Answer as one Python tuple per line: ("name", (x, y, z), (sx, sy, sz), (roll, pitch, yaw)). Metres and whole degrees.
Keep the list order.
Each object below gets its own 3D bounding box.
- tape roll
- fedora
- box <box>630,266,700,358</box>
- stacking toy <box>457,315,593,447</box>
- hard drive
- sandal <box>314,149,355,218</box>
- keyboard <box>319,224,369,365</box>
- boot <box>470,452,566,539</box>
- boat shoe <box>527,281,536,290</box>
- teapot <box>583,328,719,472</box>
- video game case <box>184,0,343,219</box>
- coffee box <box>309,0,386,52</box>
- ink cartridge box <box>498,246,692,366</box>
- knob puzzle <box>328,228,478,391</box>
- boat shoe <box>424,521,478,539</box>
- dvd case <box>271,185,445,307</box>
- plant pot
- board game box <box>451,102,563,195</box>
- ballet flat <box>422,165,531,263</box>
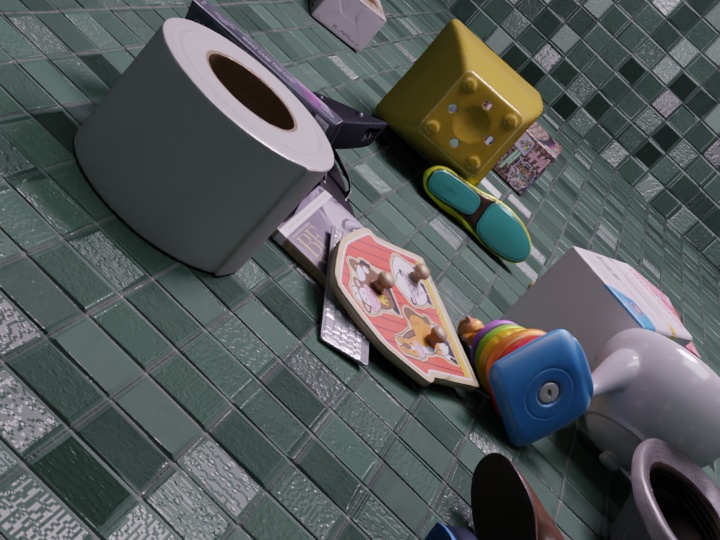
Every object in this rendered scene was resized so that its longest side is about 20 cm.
("tape roll", (-0.142, -0.115, 1.176), (0.203, 0.139, 0.203), (38, 19, -15))
("fedora", (0.328, 0.286, 1.358), (0.177, 0.090, 0.200), (34, 28, -22))
("box", (0.437, 0.095, 1.975), (0.095, 0.103, 0.200), (37, 21, -19))
("stacking toy", (0.164, 0.099, 1.432), (0.200, 0.110, 0.116), (40, -26, 61))
("hard drive", (-0.071, -0.186, 1.538), (0.135, 0.042, 0.200), (27, 18, 28))
("sandal", (-0.036, -0.112, 1.536), (0.076, 0.043, 0.200), (31, 23, -35))
("keyboard", (-0.012, 0.022, 1.303), (0.056, 0.011, 0.200), (37, 28, -21))
("boot", (0.198, 0.262, 1.181), (0.200, 0.064, 0.187), (16, 46, -49))
("boat shoe", (0.323, 0.054, 1.873), (0.200, 0.073, 0.063), (19, 28, -46))
("teapot", (0.335, 0.177, 1.491), (0.200, 0.146, 0.197), (39, -14, 10))
("video game case", (-0.119, -0.165, 1.308), (0.200, 0.143, 0.019), (43, 44, 12))
("coffee box", (-0.028, -0.487, 2.297), (0.113, 0.080, 0.200), (35, 21, -23))
("ink cartridge box", (0.315, 0.078, 1.688), (0.147, 0.146, 0.200), (53, 21, 26))
("knob puzzle", (0.041, 0.030, 1.331), (0.220, 0.030, 0.220), (39, 29, -26))
("boat shoe", (0.103, 0.262, 0.954), (0.069, 0.084, 0.200), (22, 29, -24))
("dvd case", (0.000, 0.000, 1.382), (0.200, 0.016, 0.149), (43, 27, -1))
("plant pot", (0.158, -0.238, 1.924), (0.194, 0.196, 0.200), (40, 11, -12))
("board game box", (0.271, -0.255, 2.388), (0.200, 0.097, 0.159), (44, 19, 0))
("ballet flat", (0.172, -0.088, 1.891), (0.200, 0.067, 0.067), (39, 1, -11))
